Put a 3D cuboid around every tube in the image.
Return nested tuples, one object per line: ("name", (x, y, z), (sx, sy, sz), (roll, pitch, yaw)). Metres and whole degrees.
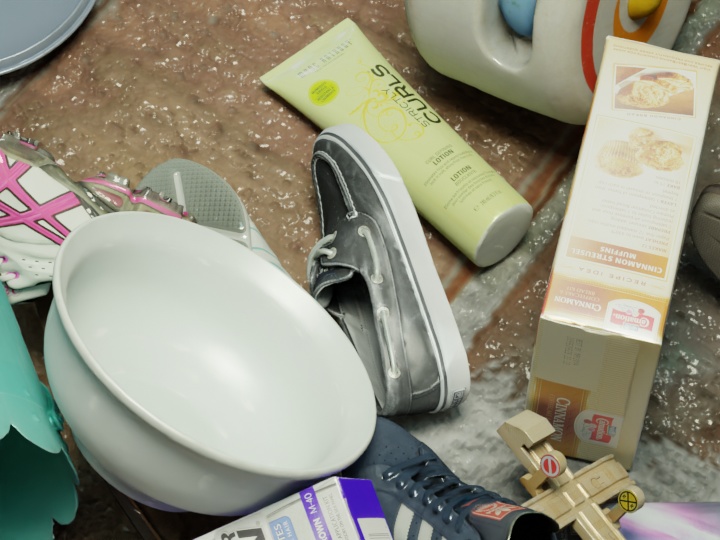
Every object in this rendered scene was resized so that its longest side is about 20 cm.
("tube", (0.025, -0.083, 1.566), (0.200, 0.052, 0.058), (45, 26, 27))

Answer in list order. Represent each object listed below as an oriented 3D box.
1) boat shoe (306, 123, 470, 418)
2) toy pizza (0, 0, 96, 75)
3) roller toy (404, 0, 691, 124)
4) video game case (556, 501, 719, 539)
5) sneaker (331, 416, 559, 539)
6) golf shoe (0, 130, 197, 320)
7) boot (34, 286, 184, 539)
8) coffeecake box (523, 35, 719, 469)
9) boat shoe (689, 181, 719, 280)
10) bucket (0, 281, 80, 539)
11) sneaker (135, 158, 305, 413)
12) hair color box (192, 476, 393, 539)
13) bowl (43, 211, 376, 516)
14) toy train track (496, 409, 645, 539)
("boat shoe", (0.000, 0.000, 1.498), (0.067, 0.072, 0.201), (-11, 66, -24))
("toy pizza", (-0.267, -0.201, 1.633), (0.198, 0.032, 0.201), (0, 58, -1))
("roller toy", (0.129, -0.189, 1.545), (0.139, 0.200, 0.183), (24, 75, 29))
("video game case", (0.209, 0.201, 1.419), (0.198, 0.019, 0.144), (-1, 59, -2))
("sneaker", (0.061, 0.140, 1.333), (0.075, 0.085, 0.200), (-24, 60, -35))
("golf shoe", (-0.197, -0.030, 1.410), (0.199, 0.073, 0.093), (23, 84, -10))
("boot", (-0.130, 0.074, 1.443), (0.075, 0.074, 0.201), (-22, 59, -2))
("coffeecake box", (0.154, -0.009, 1.463), (0.072, 0.154, 0.201), (12, 59, 6))
("boat shoe", (0.294, -0.010, 1.517), (0.199, 0.075, 0.074), (22, 41, -9))
("bucket", (-0.265, 0.090, 1.363), (0.206, 0.208, 0.136), (-13, 60, -10))
("sneaker", (-0.071, 0.020, 1.480), (0.070, 0.080, 0.201), (-36, 70, -5))
("hair color box", (-0.071, 0.199, 1.321), (0.199, 0.065, 0.110), (-26, 76, 16))
("bowl", (-0.097, 0.068, 1.349), (0.200, 0.091, 0.202), (26, 29, -16))
("toy train track", (0.153, 0.156, 1.391), (0.114, 0.033, 0.200), (-23, 70, -48))
